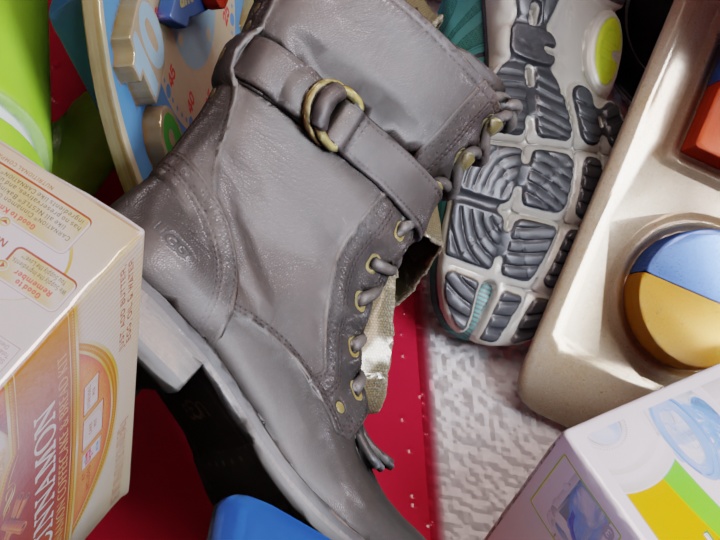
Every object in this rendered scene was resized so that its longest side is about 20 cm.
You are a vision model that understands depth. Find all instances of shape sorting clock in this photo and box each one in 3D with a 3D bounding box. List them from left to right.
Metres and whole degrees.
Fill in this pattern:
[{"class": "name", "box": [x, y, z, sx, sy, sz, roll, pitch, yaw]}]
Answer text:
[{"class": "shape sorting clock", "box": [-0.061, -0.102, 1.080, 0.039, 0.200, 0.200, -5, 47, 18]}]

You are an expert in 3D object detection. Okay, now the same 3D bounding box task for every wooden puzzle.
[{"class": "wooden puzzle", "box": [0.179, -0.006, 1.122, 0.185, 0.046, 0.201, 24, 89, -6]}]

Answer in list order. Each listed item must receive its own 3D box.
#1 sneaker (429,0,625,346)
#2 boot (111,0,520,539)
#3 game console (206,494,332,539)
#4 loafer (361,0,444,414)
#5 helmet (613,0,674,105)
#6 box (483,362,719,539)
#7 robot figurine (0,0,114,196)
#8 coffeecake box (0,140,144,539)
[{"class": "sneaker", "box": [0.059, -0.062, 1.172, 0.077, 0.080, 0.201, 20, 66, -28]}, {"class": "boot", "box": [0.000, 0.000, 1.014, 0.200, 0.069, 0.174, 48, 67, -21]}, {"class": "game console", "box": [0.012, 0.188, 0.903, 0.200, 0.118, 0.171, 30, 82, -10]}, {"class": "loafer", "box": [-0.002, -0.022, 1.118, 0.067, 0.076, 0.200, 24, 59, -7]}, {"class": "helmet", "box": [0.195, -0.149, 1.219, 0.199, 0.191, 0.201, 12, 50, -15]}, {"class": "box", "box": [0.145, 0.143, 1.033, 0.112, 0.101, 0.200, -21, 65, -35]}, {"class": "robot figurine", "box": [-0.166, -0.063, 1.041, 0.175, 0.115, 0.201, 35, 37, -40]}, {"class": "coffeecake box", "box": [-0.152, 0.079, 0.889, 0.073, 0.154, 0.200, 31, 58, 14]}]
